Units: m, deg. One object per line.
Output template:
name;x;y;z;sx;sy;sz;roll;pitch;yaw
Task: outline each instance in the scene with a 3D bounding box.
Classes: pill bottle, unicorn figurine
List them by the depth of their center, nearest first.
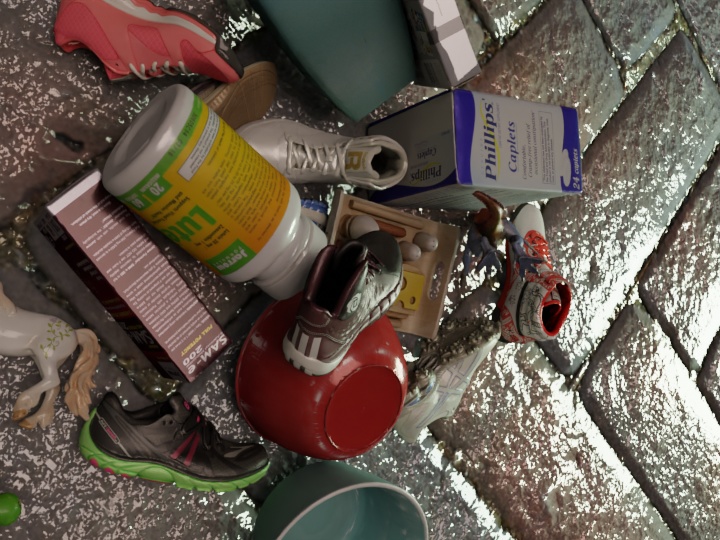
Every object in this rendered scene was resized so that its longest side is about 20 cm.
unicorn figurine;-0.327;0.056;0.636;0.199;0.073;0.141;33;59;-40
pill bottle;-0.124;-0.061;0.652;0.199;0.110;0.113;41;66;-32

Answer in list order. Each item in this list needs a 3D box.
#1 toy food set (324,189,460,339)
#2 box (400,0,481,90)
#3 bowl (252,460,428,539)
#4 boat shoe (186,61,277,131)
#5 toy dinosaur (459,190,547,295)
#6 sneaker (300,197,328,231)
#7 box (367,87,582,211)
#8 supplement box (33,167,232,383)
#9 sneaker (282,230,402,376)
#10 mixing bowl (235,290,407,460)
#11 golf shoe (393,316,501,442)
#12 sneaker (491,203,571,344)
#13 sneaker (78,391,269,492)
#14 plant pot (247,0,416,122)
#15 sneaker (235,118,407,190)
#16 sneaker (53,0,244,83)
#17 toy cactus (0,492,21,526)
toy food set;0.032;-0.001;0.837;0.196;0.060;0.148;13;91;-38
box;0.055;-0.300;0.764;0.040;0.156;0.203;-27;108;-2
bowl;-0.036;0.285;0.750;0.196;0.105;0.206;-11;114;-25
boat shoe;-0.161;-0.170;0.752;0.201;0.064;0.073;-52;155;-36
toy dinosaur;0.174;-0.056;0.892;0.102;0.183;0.204;-7;124;1
sneaker;-0.120;-0.036;0.764;0.195;0.076;0.088;0;90;-31
box;0.135;-0.138;0.865;0.196;0.182;0.108;-1;87;-32
supplement box;-0.218;0.011;0.678;0.061;0.108;0.202;-43;107;-25
sneaker;0.000;0.000;0.677;0.074;0.117;0.201;25;46;9
mixing bowl;-0.022;0.121;0.751;0.196;0.108;0.206;-15;117;-30
golf shoe;0.106;0.135;0.903;0.198;0.078;0.099;-32;120;-25
sneaker;0.246;0.000;0.966;0.066;0.107;0.207;22;74;-27
sneaker;-0.175;0.169;0.710;0.196;0.076;0.086;20;80;-30
plant pot;-0.031;-0.280;0.784;0.140;0.142;0.202;-34;118;0
sneaker;-0.038;-0.127;0.772;0.196;0.114;0.076;-4;98;-40
sneaker;-0.212;-0.219;0.708;0.196;0.074;0.089;24;87;0
toy cactus;-0.373;0.192;0.543;0.197;0.165;0.104;29;92;-21
